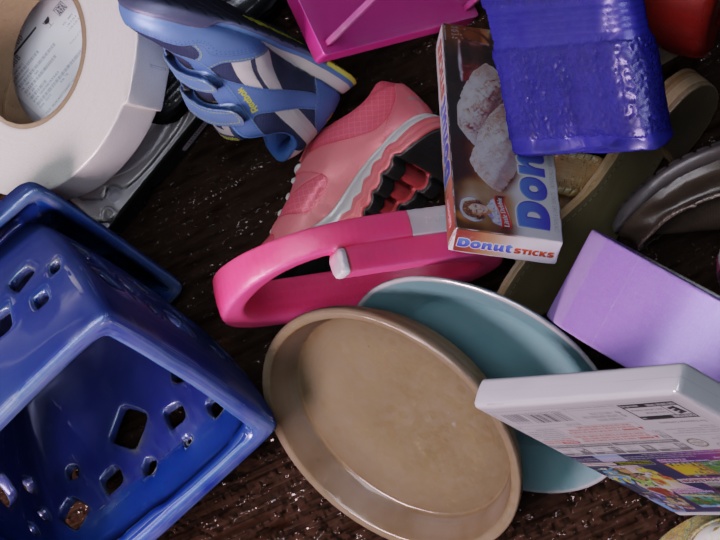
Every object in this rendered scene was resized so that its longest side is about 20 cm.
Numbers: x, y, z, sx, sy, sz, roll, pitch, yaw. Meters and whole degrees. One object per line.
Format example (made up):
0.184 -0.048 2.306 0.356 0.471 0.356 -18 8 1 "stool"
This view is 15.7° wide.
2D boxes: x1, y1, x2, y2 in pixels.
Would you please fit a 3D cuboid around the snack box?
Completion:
0.090 -0.086 1.712 0.071 0.024 0.201 8 45 -10 "snack box"

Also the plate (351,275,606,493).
0.086 0.070 1.713 0.199 0.201 0.026 22 54 16 "plate"

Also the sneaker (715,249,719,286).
0.329 -0.009 1.686 0.199 0.075 0.081 4 70 -4 "sneaker"

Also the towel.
0.132 -0.171 1.620 0.147 0.049 0.201 2 106 56 "towel"

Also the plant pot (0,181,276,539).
-0.208 0.072 1.759 0.200 0.200 0.180 -41 50 12 "plant pot"

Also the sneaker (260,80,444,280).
-0.019 -0.048 1.801 0.200 0.074 0.087 -44 52 12 "sneaker"

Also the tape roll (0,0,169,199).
-0.214 -0.148 1.790 0.202 0.037 0.204 -6 81 38 "tape roll"

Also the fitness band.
0.000 0.000 1.713 0.199 0.144 0.038 -7 75 -30 "fitness band"

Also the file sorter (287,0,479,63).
0.011 -0.266 1.735 0.125 0.139 0.201 -38 73 53 "file sorter"

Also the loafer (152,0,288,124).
-0.096 -0.189 1.801 0.070 0.068 0.201 42 79 4 "loafer"

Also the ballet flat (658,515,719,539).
0.273 0.179 1.696 0.199 0.071 0.071 -14 83 14 "ballet flat"

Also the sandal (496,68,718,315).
0.147 -0.060 1.754 0.212 0.078 0.070 -48 56 2 "sandal"

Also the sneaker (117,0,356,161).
-0.088 -0.131 1.731 0.074 0.200 0.082 39 101 46 "sneaker"

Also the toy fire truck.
0.192 -0.172 1.695 0.128 0.176 0.201 18 106 15 "toy fire truck"

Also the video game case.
0.195 0.105 1.584 0.200 0.182 0.023 -9 57 56 "video game case"

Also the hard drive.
-0.205 -0.142 1.864 0.200 0.038 0.140 43 97 15 "hard drive"

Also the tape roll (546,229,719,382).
0.220 0.049 1.649 0.200 0.200 0.066 30 95 15 "tape roll"

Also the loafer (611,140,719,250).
0.261 -0.056 1.705 0.199 0.073 0.071 -25 84 7 "loafer"

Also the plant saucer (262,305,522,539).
0.024 0.102 1.733 0.199 0.029 0.201 22 135 23 "plant saucer"
